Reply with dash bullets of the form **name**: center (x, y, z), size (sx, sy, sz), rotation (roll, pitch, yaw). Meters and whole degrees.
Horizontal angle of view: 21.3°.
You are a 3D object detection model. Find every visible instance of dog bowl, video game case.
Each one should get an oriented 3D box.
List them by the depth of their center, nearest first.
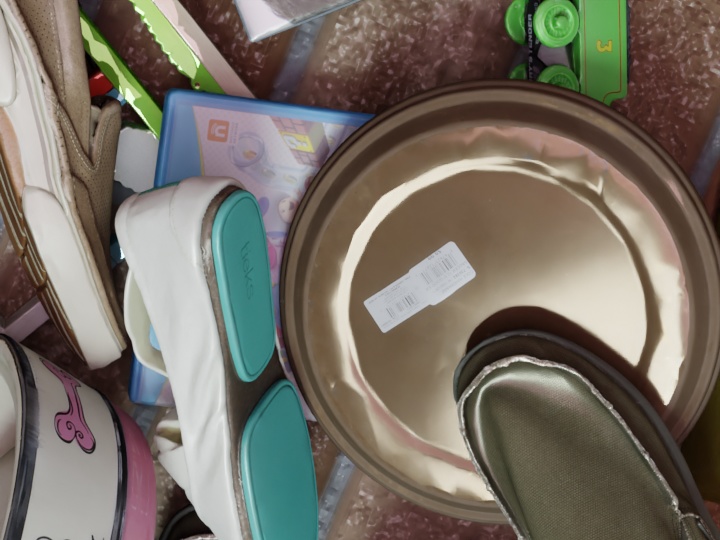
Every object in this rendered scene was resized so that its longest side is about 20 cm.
- **dog bowl**: center (-0.158, 0.132, 0.830), size (0.073, 0.200, 0.201), rotation (20, 97, -27)
- **video game case**: center (0.000, 0.000, 0.887), size (0.199, 0.018, 0.144), rotation (7, 98, -12)

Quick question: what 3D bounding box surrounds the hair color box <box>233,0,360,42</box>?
- **hair color box**: center (-0.040, -0.212, 0.847), size (0.098, 0.061, 0.201), rotation (-22, 99, 0)

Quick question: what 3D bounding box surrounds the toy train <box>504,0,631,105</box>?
- **toy train**: center (0.098, -0.033, 0.874), size (0.056, 0.042, 0.201), rotation (-6, 101, -22)

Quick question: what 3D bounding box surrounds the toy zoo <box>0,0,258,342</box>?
- **toy zoo**: center (-0.153, -0.052, 0.873), size (0.200, 0.020, 0.131), rotation (-38, 108, 2)

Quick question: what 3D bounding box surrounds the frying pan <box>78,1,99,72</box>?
- **frying pan**: center (-0.168, -0.169, 0.865), size (0.114, 0.031, 0.191), rotation (3, 95, -3)

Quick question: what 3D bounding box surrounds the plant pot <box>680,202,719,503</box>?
- **plant pot**: center (0.265, 0.019, 0.809), size (0.194, 0.200, 0.196), rotation (10, 86, -4)

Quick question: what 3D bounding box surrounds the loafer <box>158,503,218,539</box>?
- **loafer**: center (-0.067, 0.206, 0.877), size (0.072, 0.071, 0.201), rotation (3, 99, -3)

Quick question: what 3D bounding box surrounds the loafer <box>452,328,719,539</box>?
- **loafer**: center (0.108, 0.110, 0.783), size (0.075, 0.070, 0.200), rotation (-41, 84, 16)

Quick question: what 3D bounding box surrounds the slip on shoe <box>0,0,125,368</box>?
- **slip on shoe**: center (-0.129, -0.056, 0.825), size (0.060, 0.076, 0.201), rotation (-23, 105, -17)

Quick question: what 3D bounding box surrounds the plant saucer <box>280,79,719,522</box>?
- **plant saucer**: center (0.060, 0.018, 0.838), size (0.199, 0.029, 0.201), rotation (2, 103, 11)

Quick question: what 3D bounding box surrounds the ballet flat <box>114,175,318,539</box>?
- **ballet flat**: center (-0.063, 0.050, 0.825), size (0.069, 0.070, 0.201), rotation (-10, 116, -2)
